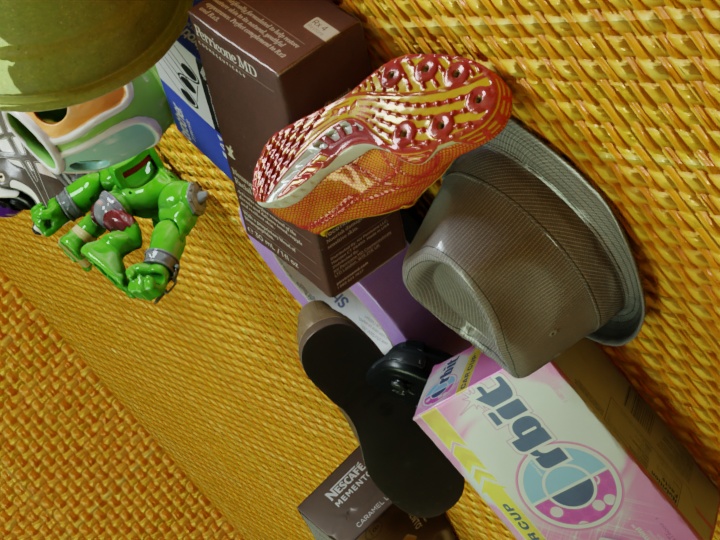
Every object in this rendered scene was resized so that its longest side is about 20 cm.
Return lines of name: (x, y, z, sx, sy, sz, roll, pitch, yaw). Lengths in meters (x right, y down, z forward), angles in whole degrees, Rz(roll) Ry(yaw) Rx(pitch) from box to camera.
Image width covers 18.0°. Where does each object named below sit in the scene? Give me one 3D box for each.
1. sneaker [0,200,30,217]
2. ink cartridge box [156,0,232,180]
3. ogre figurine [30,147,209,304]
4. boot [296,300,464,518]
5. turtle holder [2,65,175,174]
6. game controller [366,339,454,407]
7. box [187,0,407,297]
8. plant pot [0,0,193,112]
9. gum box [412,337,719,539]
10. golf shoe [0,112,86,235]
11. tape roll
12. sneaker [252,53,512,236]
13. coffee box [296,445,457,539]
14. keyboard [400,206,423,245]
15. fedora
sneaker: (-0.410, -0.097, 2.660, 0.099, 0.070, 0.200, 38, 166, 18)
ink cartridge box: (-0.106, -0.134, 1.691, 0.094, 0.044, 0.200, 42, 167, 20)
ogre figurine: (-0.214, -0.050, 2.102, 0.098, 0.120, 0.200, 46, 169, -23)
boot: (0.015, 0.102, 1.733, 0.200, 0.073, 0.075, 56, -179, -26)
turtle holder: (-0.220, -0.147, 1.809, 0.141, 0.132, 0.185, 50, 166, -22)
game controller: (0.101, 0.106, 1.640, 0.199, 0.042, 0.104, 24, 158, -7)
box: (-0.038, -0.089, 1.479, 0.100, 0.075, 0.200, 37, 151, 39)
plant pot: (-0.221, -0.237, 1.477, 0.200, 0.200, 0.185, 37, 153, 32)
gum box: (0.145, 0.130, 1.545, 0.113, 0.066, 0.200, -31, 108, 32)
golf shoe: (-0.372, -0.126, 2.413, 0.200, 0.094, 0.078, 46, 168, 4)
tape roll: (0.000, 0.000, 1.726, 0.200, 0.066, 0.200, 43, 167, 12)
sneaker: (0.022, -0.075, 1.358, 0.077, 0.073, 0.200, 25, 151, -36)
coffee box: (0.025, 0.273, 2.349, 0.080, 0.114, 0.200, 36, 163, 34)
keyboard: (0.081, 0.005, 1.593, 0.200, 0.040, 0.104, 48, -170, -16)
fedora: (0.087, -0.002, 1.399, 0.177, 0.090, 0.200, 41, 166, 17)
